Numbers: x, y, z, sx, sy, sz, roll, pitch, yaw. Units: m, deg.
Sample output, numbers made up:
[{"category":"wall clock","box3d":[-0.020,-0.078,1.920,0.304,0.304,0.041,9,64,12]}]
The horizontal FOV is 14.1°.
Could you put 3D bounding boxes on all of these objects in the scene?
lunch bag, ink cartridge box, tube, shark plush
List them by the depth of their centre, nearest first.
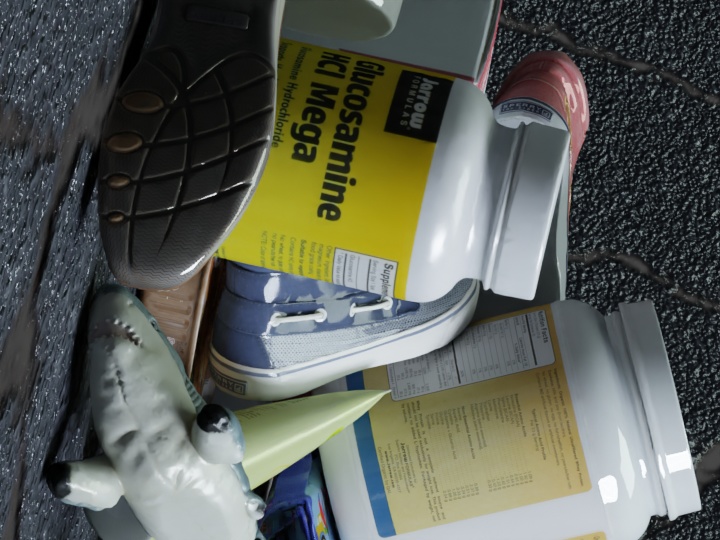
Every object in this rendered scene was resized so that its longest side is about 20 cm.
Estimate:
[{"category":"shark plush","box3d":[-0.071,0.089,1.392,0.200,0.091,0.084,43,24,-44]},{"category":"tube","box3d":[-0.064,0.095,1.507,0.200,0.058,0.052,-20,129,-56]},{"category":"lunch bag","box3d":[-0.038,0.189,1.647,0.151,0.093,0.201,-65,154,-78]},{"category":"ink cartridge box","box3d":[-0.006,-0.083,1.656,0.201,0.145,0.083,98,5,-52]}]

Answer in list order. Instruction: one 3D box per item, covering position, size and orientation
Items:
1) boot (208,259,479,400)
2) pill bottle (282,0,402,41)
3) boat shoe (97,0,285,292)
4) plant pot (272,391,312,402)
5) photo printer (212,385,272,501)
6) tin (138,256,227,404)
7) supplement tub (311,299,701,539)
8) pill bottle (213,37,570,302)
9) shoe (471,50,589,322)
[{"category":"boot","box3d":[0.000,0.000,1.580,0.200,0.072,0.091,-24,130,-47]},{"category":"pill bottle","box3d":[-0.002,-0.226,1.489,0.114,0.114,0.201,87,17,-76]},{"category":"boat shoe","box3d":[-0.070,-0.078,1.315,0.072,0.075,0.201,99,7,-68]},{"category":"plant pot","box3d":[-0.012,0.059,1.828,0.177,0.198,0.201,82,19,-49]},{"category":"photo printer","box3d":[-0.099,0.166,1.690,0.201,0.069,0.167,-73,175,-49]},{"category":"tin","box3d":[-0.097,0.036,1.552,0.112,0.042,0.201,-78,179,-69]},{"category":"supplement tub","box3d":[0.082,0.099,1.650,0.145,0.199,0.146,-13,90,-86]},{"category":"pill bottle","box3d":[-0.002,-0.049,1.430,0.112,0.199,0.113,12,90,-86]},{"category":"shoe","box3d":[0.098,-0.030,1.739,0.091,0.071,0.201,-63,162,-54]}]
